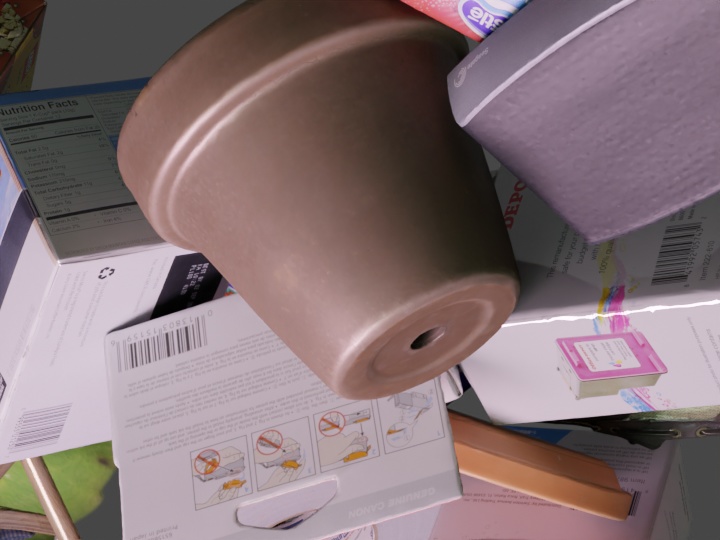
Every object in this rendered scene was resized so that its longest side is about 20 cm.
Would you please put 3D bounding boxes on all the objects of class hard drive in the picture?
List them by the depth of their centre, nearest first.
[{"bbox_3d":[0.145,-0.091,1.077,0.135,0.042,0.200,41,134,-19],"label":"hard drive"}]

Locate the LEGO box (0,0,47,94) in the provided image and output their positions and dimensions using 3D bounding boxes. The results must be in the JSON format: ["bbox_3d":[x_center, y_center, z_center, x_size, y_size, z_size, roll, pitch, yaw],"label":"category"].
[{"bbox_3d":[-0.288,-0.102,1.382,0.148,0.077,0.201,24,137,1],"label":"LEGO box"}]

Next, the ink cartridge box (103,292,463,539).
[{"bbox_3d":[-0.040,0.086,1.240,0.199,0.175,0.044,-17,144,11],"label":"ink cartridge box"}]

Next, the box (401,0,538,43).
[{"bbox_3d":[0.094,-0.171,1.125,0.199,0.100,0.096,27,137,-4],"label":"box"}]

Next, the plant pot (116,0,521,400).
[{"bbox_3d":[-0.006,-0.032,1.171,0.175,0.199,0.201,61,142,22],"label":"plant pot"}]

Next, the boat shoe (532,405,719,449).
[{"bbox_3d":[0.175,0.078,1.354,0.199,0.072,0.066,-6,124,23],"label":"boat shoe"}]

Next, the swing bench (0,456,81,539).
[{"bbox_3d":[-0.267,0.201,1.588,0.198,0.130,0.200,0,135,53],"label":"swing bench"}]

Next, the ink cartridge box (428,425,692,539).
[{"bbox_3d":[0.117,0.199,1.404,0.143,0.201,0.085,2,133,23],"label":"ink cartridge box"}]

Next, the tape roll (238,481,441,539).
[{"bbox_3d":[-0.048,0.164,1.464,0.199,0.066,0.201,-15,141,-12],"label":"tape roll"}]

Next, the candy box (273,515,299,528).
[{"bbox_3d":[-0.096,0.131,1.539,0.115,0.055,0.201,18,137,7],"label":"candy box"}]

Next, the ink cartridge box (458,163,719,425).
[{"bbox_3d":[0.160,0.000,1.229,0.199,0.145,0.085,-6,131,29],"label":"ink cartridge box"}]

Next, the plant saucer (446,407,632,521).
[{"bbox_3d":[0.067,0.104,1.326,0.199,0.033,0.200,17,178,1],"label":"plant saucer"}]

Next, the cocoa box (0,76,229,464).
[{"bbox_3d":[-0.172,-0.001,1.350,0.132,0.133,0.201,60,143,29],"label":"cocoa box"}]

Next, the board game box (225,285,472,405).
[{"bbox_3d":[0.000,0.000,1.376,0.199,0.045,0.152,36,137,-11],"label":"board game box"}]
